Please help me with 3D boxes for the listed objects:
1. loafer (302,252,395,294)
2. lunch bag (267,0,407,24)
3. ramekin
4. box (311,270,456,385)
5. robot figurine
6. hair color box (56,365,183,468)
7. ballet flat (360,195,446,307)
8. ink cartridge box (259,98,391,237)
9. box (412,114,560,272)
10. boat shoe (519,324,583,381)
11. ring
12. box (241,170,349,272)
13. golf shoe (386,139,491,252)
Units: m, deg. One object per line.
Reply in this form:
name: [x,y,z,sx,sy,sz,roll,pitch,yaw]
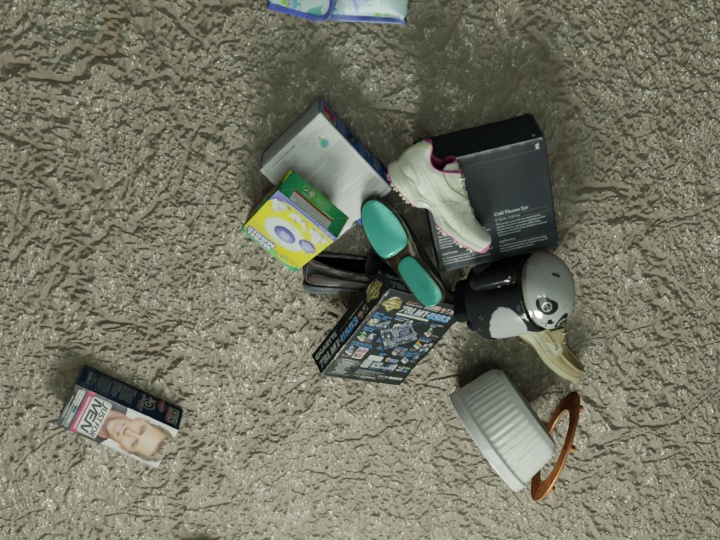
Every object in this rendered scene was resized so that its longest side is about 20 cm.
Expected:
loafer: [0.000,0.000,1.457,0.195,0.072,0.064,-2,114,3]
lunch bag: [-0.029,-0.433,1.190,0.195,0.128,0.174,3,120,-3]
ramekin: [0.251,0.267,1.533,0.104,0.201,0.201,-37,113,5]
box: [0.049,0.101,1.464,0.197,0.050,0.200,13,123,-43]
robot figurine: [0.243,0.043,1.401,0.197,0.149,0.128,-14,98,37]
hair color box: [-0.428,0.263,1.582,0.197,0.061,0.101,27,114,-15]
ballet flat: [0.065,-0.032,1.378,0.067,0.069,0.202,-30,100,20]
ink cartridge box: [-0.043,-0.142,1.376,0.136,0.077,0.200,-39,111,18]
box: [0.195,-0.121,1.379,0.195,0.105,0.186,-12,118,4]
boat shoe: [0.325,0.112,1.523,0.065,0.072,0.200,-41,106,20]
ring: [0.345,0.309,1.550,0.019,0.201,0.204,21,116,2]
box: [-0.110,-0.068,1.367,0.117,0.049,0.199,38,153,-10]
golf shoe: [0.131,-0.106,1.287,0.199,0.076,0.092,39,107,-20]
